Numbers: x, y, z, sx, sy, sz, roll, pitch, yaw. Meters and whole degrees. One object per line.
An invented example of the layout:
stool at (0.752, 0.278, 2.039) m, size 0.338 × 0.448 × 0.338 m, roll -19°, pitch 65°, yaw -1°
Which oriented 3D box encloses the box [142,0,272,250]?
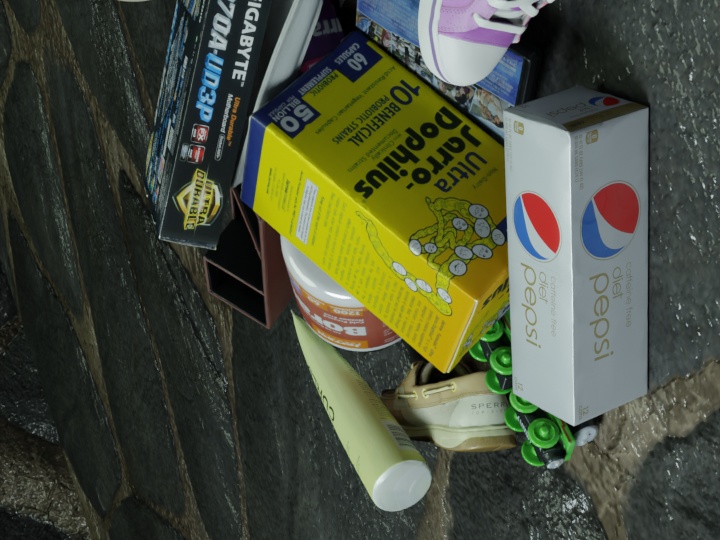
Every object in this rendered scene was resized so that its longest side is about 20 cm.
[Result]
box at (-0.114, -0.134, 1.143) m, size 0.159 × 0.046 × 0.201 m, roll -124°, pitch 45°, yaw -68°

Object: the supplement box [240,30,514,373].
supplement box at (0.028, -0.048, 1.084) m, size 0.200 × 0.109 × 0.110 m, roll 40°, pitch 153°, yaw 13°

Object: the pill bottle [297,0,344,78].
pill bottle at (-0.046, -0.174, 1.287) m, size 0.111 × 0.111 × 0.201 m, roll -5°, pitch 100°, yaw 68°

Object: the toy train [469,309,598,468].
toy train at (0.109, 0.051, 1.127) m, size 0.042 × 0.056 × 0.200 m, roll 96°, pitch 152°, yaw -57°

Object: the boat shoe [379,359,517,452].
boat shoe at (0.068, 0.102, 1.256) m, size 0.200 × 0.074 × 0.067 m, roll 180°, pitch 89°, yaw -66°

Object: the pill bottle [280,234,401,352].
pill bottle at (0.000, 0.000, 1.242) m, size 0.200 × 0.112 × 0.112 m, roll 81°, pitch 168°, yaw -72°

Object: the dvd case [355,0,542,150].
dvd case at (0.054, -0.118, 1.095) m, size 0.143 × 0.018 × 0.200 m, roll 35°, pitch 150°, yaw 19°

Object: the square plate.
square plate at (-0.060, -0.192, 1.125) m, size 0.200 × 0.028 × 0.198 m, roll -96°, pitch 21°, yaw -44°

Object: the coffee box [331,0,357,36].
coffee box at (0.033, -0.257, 1.083) m, size 0.113 × 0.080 × 0.200 m, roll 68°, pitch 157°, yaw 18°

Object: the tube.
tube at (-0.006, 0.112, 1.272) m, size 0.200 × 0.052 × 0.058 m, roll 56°, pitch 136°, yaw 48°

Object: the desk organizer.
desk organizer at (-0.081, -0.037, 1.267) m, size 0.072 × 0.077 × 0.200 m, roll 30°, pitch 157°, yaw 13°

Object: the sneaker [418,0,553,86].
sneaker at (0.106, -0.180, 0.914) m, size 0.114 × 0.072 × 0.201 m, roll 48°, pitch 127°, yaw 39°

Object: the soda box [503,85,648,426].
soda box at (0.137, -0.009, 0.994) m, size 0.064 × 0.068 × 0.201 m, roll 26°, pitch 128°, yaw 50°
